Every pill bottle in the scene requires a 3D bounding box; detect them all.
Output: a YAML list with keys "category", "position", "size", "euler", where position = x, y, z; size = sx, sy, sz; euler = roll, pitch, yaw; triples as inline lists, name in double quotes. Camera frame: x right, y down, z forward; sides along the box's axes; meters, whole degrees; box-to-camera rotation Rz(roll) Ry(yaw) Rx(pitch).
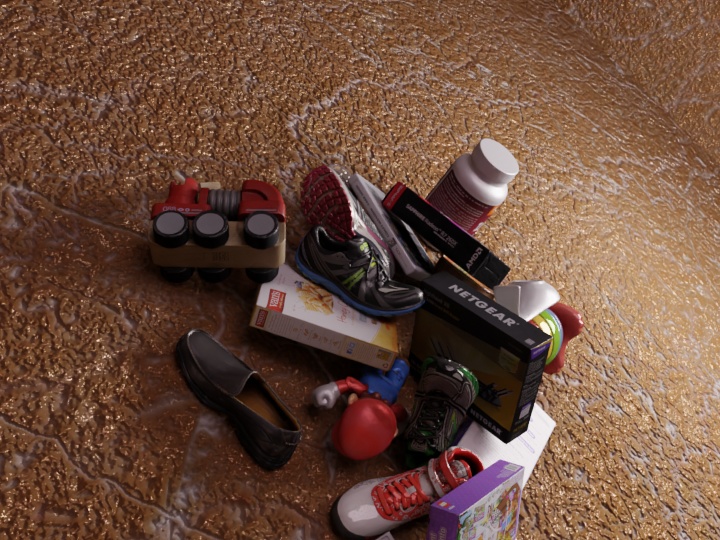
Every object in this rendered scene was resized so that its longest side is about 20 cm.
- category: "pill bottle"
  position: [0.190, -0.133, 1.328]
  size: [0.112, 0.201, 0.114]
  euler: [21, 41, -20]

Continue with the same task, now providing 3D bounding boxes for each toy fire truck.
- category: "toy fire truck"
  position: [-0.190, -0.082, 1.017]
  size: [0.173, 0.130, 0.202]
  euler: [0, 53, -6]

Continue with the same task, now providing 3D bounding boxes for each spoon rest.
- category: "spoon rest"
  position: [0.251, 0.048, 1.158]
  size: [0.199, 0.098, 0.062]
  euler: [-3, 92, -64]

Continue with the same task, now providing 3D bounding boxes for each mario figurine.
- category: "mario figurine"
  position: [0.004, 0.183, 0.988]
  size: [0.121, 0.108, 0.200]
  euler: [4, 25, 13]

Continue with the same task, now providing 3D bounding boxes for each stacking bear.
- category: "stacking bear"
  position: [0.266, 0.114, 1.192]
  size: [0.113, 0.123, 0.199]
  euler: [31, 20, 25]

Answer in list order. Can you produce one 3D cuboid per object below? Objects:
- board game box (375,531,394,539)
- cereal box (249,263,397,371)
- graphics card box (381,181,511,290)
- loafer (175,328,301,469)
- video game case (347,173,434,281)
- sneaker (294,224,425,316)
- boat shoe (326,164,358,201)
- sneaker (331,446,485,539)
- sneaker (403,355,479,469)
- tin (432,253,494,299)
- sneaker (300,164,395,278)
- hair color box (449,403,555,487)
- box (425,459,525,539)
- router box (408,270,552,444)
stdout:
- category: "board game box"
  position: [0.036, 0.405, 0.807]
  size: [0.125, 0.035, 0.201]
  euler: [-12, 61, -46]
- category: "cereal box"
  position: [-0.047, 0.058, 1.019]
  size: [0.197, 0.040, 0.144]
  euler: [20, 24, -9]
- category: "graphics card box"
  position: [0.136, -0.054, 1.167]
  size: [0.200, 0.051, 0.125]
  euler: [43, 8, 29]
- category: "loafer"
  position: [-0.141, 0.140, 0.890]
  size: [0.200, 0.072, 0.073]
  euler: [45, 39, 8]
- category: "video game case"
  position: [0.062, -0.060, 1.213]
  size: [0.183, 0.023, 0.200]
  euler: [59, 12, 16]
- category: "sneaker"
  position: [0.000, 0.000, 1.030]
  size: [0.198, 0.084, 0.071]
  euler: [28, 23, 14]
- category: "boat shoe"
  position: [-0.032, -0.066, 1.184]
  size: [0.075, 0.071, 0.203]
  euler: [1, 71, -43]
- category: "sneaker"
  position: [0.065, 0.266, 0.907]
  size: [0.199, 0.108, 0.068]
  euler: [2, 50, -38]
- category: "sneaker"
  position: [0.099, 0.188, 0.946]
  size: [0.077, 0.202, 0.086]
  euler: [19, 45, 17]
- category: "tin"
  position: [0.176, 0.016, 1.239]
  size: [0.112, 0.042, 0.200]
  euler: [41, 11, 8]
- category: "sneaker"
  position: [-0.019, -0.063, 1.103]
  size: [0.202, 0.080, 0.075]
  euler: [60, 26, -2]
- category: "hair color box"
  position: [0.198, 0.251, 1.069]
  size: [0.109, 0.065, 0.200]
  euler: [44, 40, 7]
- category: "box"
  position: [0.134, 0.316, 0.869]
  size: [0.039, 0.139, 0.199]
  euler: [10, 7, 32]
- category: "router box"
  position: [0.158, 0.117, 1.032]
  size: [0.052, 0.160, 0.199]
  euler: [-18, 37, -38]
